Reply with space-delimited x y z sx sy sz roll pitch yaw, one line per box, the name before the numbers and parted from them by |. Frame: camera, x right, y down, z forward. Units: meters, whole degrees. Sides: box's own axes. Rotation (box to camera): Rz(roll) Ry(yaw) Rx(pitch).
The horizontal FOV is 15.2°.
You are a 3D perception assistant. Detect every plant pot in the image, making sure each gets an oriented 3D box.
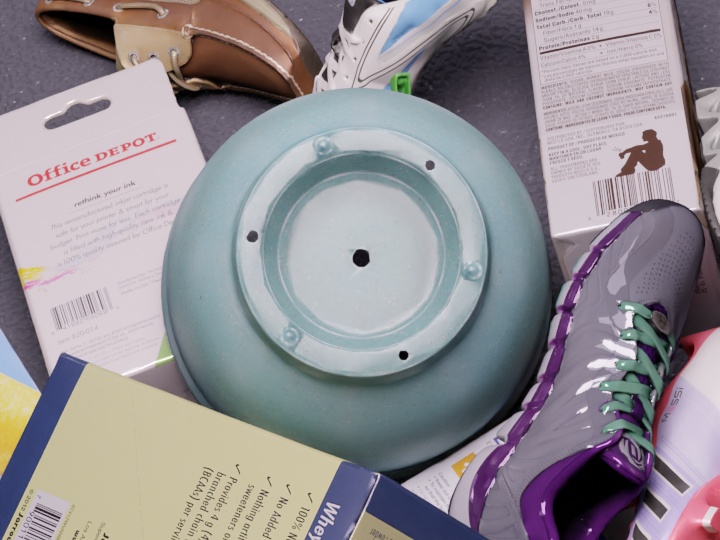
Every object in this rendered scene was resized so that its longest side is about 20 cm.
plant pot | 0.000 0.000 1.309 0.200 0.134 0.201 0 82 -2

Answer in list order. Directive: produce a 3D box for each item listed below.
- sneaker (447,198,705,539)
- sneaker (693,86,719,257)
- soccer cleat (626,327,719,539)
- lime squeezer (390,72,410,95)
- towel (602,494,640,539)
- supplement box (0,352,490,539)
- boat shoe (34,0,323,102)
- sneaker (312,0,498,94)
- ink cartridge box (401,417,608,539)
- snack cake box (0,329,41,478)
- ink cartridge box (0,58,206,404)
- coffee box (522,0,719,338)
sneaker | 0.123 0.062 1.257 0.087 0.074 0.200 17 76 56
sneaker | 0.214 -0.038 1.308 0.088 0.074 0.200 -18 37 15
soccer cleat | 0.157 0.102 1.277 0.076 0.067 0.200 -1 43 36
lime squeezer | 0.034 0.002 1.414 0.038 0.071 0.201 -4 80 -34
towel | 0.173 0.144 1.300 0.144 0.023 0.200 -20 54 -3
supplement box | -0.071 0.172 1.212 0.199 0.134 0.200 18 79 39
boat shoe | -0.107 -0.132 1.542 0.200 0.076 0.074 26 69 37
sneaker | 0.008 -0.123 1.447 0.072 0.200 0.072 27 32 -20
ink cartridge box | 0.040 0.193 1.281 0.200 0.043 0.196 -30 50 -8
snack cake box | -0.196 0.079 1.379 0.067 0.115 0.200 -31 54 -10
ink cartridge box | -0.126 -0.009 1.454 0.117 0.067 0.200 -20 54 -2
coffee box | 0.136 -0.071 1.406 0.080 0.113 0.200 -11 52 9
